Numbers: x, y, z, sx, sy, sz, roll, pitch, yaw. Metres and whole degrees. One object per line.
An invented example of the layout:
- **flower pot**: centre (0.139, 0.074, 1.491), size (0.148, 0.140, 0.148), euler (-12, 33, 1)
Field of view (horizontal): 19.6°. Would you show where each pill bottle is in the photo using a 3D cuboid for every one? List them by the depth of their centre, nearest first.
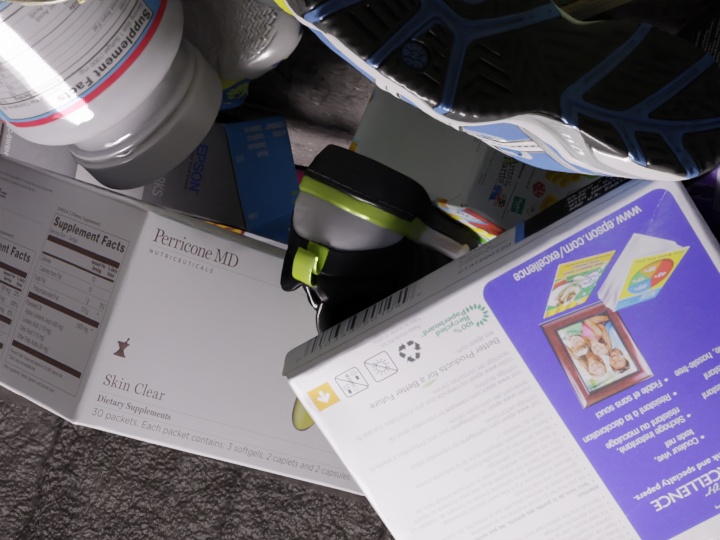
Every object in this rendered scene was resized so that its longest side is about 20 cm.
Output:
- **pill bottle**: centre (-0.155, -0.131, 0.989), size (0.108, 0.109, 0.200), euler (4, 146, 42)

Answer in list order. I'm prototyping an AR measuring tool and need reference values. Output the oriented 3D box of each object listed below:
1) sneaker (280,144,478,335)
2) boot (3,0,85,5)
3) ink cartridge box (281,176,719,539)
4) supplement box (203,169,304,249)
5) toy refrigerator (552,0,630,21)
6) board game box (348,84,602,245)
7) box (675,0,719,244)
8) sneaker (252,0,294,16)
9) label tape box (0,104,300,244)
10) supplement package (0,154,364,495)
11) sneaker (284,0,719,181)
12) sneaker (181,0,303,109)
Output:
- **sneaker**: centre (0.000, 0.000, 1.009), size (0.072, 0.083, 0.200), euler (23, 174, 20)
- **boot**: centre (-0.082, -0.150, 0.813), size (0.199, 0.072, 0.155), euler (2, -159, 4)
- **ink cartridge box**: centre (0.100, 0.075, 0.938), size (0.200, 0.198, 0.043), euler (57, -165, -16)
- **supplement box**: centre (-0.011, 0.012, 1.442), size (0.199, 0.131, 0.103), euler (11, 165, 19)
- **toy refrigerator**: centre (0.103, -0.150, 0.788), size (0.076, 0.070, 0.200), euler (22, 165, -23)
- **board game box**: centre (0.106, -0.050, 1.086), size (0.200, 0.105, 0.103), euler (28, 173, -39)
- **box**: centre (0.225, -0.063, 0.918), size (0.147, 0.105, 0.200), euler (17, 166, -7)
- **sneaker**: centre (-0.009, -0.146, 0.963), size (0.200, 0.075, 0.085), euler (31, 168, -20)
- **label tape box**: centre (-0.100, -0.071, 1.265), size (0.199, 0.064, 0.144), euler (14, -171, 10)
- **supplement package**: centre (-0.093, 0.029, 1.096), size (0.200, 0.111, 0.156), euler (18, 180, -41)
- **sneaker**: centre (0.050, -0.080, 0.834), size (0.199, 0.076, 0.077), euler (25, 163, -21)
- **sneaker**: centre (-0.081, -0.128, 1.136), size (0.105, 0.076, 0.200), euler (4, 179, -45)
